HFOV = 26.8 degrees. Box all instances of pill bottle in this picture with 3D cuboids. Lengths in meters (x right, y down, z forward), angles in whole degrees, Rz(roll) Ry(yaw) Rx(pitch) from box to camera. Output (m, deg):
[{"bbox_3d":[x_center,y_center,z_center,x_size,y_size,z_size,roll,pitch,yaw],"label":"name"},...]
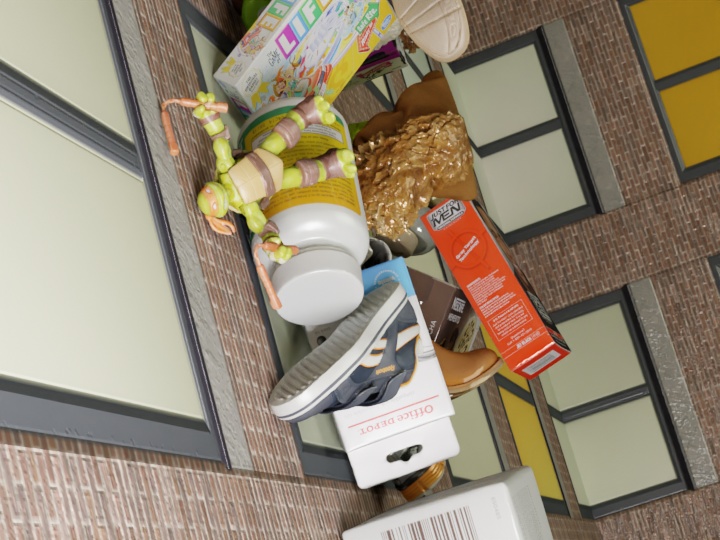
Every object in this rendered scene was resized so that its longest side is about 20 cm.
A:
[{"bbox_3d":[-0.052,-0.054,1.416,0.113,0.111,0.202,55,19,-52],"label":"pill bottle"}]

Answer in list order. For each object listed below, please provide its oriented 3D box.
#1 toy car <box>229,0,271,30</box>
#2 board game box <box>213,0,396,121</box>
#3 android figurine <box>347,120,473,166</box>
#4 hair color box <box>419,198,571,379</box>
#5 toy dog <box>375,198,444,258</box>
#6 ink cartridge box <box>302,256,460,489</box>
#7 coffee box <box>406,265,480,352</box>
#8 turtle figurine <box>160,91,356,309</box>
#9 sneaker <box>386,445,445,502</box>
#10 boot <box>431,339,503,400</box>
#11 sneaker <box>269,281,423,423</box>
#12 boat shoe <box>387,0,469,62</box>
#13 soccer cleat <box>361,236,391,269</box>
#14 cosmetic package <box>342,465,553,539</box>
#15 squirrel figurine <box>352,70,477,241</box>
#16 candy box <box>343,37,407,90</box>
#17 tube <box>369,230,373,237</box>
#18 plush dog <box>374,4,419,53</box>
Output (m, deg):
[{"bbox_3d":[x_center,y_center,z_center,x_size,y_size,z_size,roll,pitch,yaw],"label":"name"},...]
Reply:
[{"bbox_3d":[-0.132,-0.373,1.613,0.199,0.158,0.165,35,20,-18],"label":"toy car"},{"bbox_3d":[-0.054,-0.230,1.546,0.034,0.201,0.135,27,-16,34],"label":"board game box"},{"bbox_3d":[0.044,-0.138,1.840,0.200,0.179,0.042,42,51,-70],"label":"android figurine"},{"bbox_3d":[0.149,0.016,1.659,0.201,0.061,0.101,59,11,17],"label":"hair color box"},{"bbox_3d":[0.070,-0.031,1.824,0.096,0.133,0.200,32,-2,3],"label":"toy dog"},{"bbox_3d":[0.020,0.101,1.464,0.067,0.114,0.202,118,-47,-84],"label":"ink cartridge box"},{"bbox_3d":[0.074,0.065,1.706,0.114,0.079,0.200,-68,164,-1],"label":"coffee box"},{"bbox_3d":[-0.082,-0.076,1.316,0.202,0.160,0.064,60,-30,1],"label":"turtle figurine"},{"bbox_3d":[0.043,0.163,1.621,0.077,0.078,0.200,41,14,-19],"label":"sneaker"},{"bbox_3d":[0.048,0.068,1.558,0.198,0.074,0.156,-18,81,-34],"label":"boot"},{"bbox_3d":[-0.001,0.091,1.352,0.200,0.078,0.080,-43,109,-44],"label":"sneaker"},{"bbox_3d":[0.054,-0.314,1.625,0.201,0.072,0.065,54,11,1],"label":"boat shoe"},{"bbox_3d":[0.000,0.000,1.639,0.200,0.084,0.069,36,36,-70],"label":"soccer cleat"},{"bbox_3d":[0.099,0.294,1.435,0.200,0.163,0.167,11,61,-76],"label":"cosmetic package"},{"bbox_3d":[0.020,-0.108,1.547,0.200,0.184,0.143,-105,179,-78],"label":"squirrel figurine"},{"bbox_3d":[-0.033,-0.330,1.890,0.061,0.135,0.202,40,33,-70],"label":"candy box"},{"bbox_3d":[-0.008,-0.039,1.734,0.200,0.051,0.059,56,34,-73],"label":"tube"},{"bbox_3d":[-0.033,-0.295,1.744,0.161,0.170,0.202,53,31,-41],"label":"plush dog"}]
